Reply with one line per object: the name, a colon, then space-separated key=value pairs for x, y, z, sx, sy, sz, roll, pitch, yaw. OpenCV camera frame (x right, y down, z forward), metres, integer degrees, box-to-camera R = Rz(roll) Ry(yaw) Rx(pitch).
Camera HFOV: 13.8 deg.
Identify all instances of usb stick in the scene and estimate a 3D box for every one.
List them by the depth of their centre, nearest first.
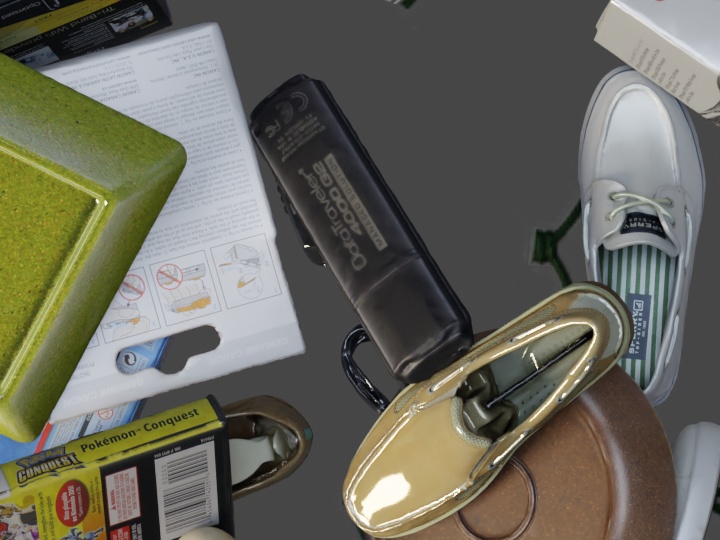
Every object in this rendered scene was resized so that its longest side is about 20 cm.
usb stick: x=-0.001 y=-0.024 z=1.673 sx=0.055 sy=0.033 sz=0.200 roll=-38 pitch=62 yaw=13

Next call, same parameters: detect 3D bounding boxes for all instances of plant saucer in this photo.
plant saucer: x=-0.224 y=-0.019 z=1.628 sx=0.199 sy=0.048 sz=0.200 roll=26 pitch=104 yaw=-12
plant saucer: x=0.081 y=0.131 z=1.689 sx=0.200 sy=0.034 sz=0.201 roll=-3 pitch=84 yaw=28

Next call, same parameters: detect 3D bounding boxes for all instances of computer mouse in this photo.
computer mouse: x=0.000 y=0.000 z=1.722 sx=0.059 sy=0.034 sz=0.200 roll=-22 pitch=76 yaw=11

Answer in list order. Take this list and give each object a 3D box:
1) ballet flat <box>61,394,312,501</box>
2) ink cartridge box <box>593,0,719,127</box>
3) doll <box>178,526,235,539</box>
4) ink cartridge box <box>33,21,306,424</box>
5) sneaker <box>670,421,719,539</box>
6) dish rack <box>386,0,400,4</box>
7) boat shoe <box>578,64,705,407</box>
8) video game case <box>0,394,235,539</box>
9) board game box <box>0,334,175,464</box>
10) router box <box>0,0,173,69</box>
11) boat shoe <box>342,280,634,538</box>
ballet flat: x=-0.118 y=0.120 z=1.697 sx=0.200 sy=0.072 sz=0.068 roll=-15 pitch=92 yaw=-14
ink cartridge box: x=0.255 y=-0.142 z=1.685 sx=0.200 sy=0.084 sz=0.145 roll=35 pitch=80 yaw=4
doll: x=-0.084 y=0.234 z=1.673 sx=0.136 sy=0.048 sz=0.200 roll=2 pitch=111 yaw=3
ink cartridge box: x=-0.134 y=-0.028 z=1.727 sx=0.161 sy=0.050 sz=0.200 roll=-16 pitch=92 yaw=-10
sneaker: x=0.142 y=0.170 z=1.703 sx=0.085 sy=0.073 sz=0.200 roll=24 pitch=92 yaw=2
dish rack: x=0.041 y=-0.258 z=1.731 sx=0.200 sy=0.055 sz=0.153 roll=-39 pitch=85 yaw=4
boat shoe: x=0.164 y=-0.020 z=1.708 sx=0.073 sy=0.067 sz=0.201 roll=-4 pitch=88 yaw=4
video game case: x=-0.156 y=0.168 z=1.654 sx=0.180 sy=0.200 sz=0.026 roll=-18 pitch=48 yaw=-16
board game box: x=-0.221 y=0.046 z=1.750 sx=0.200 sy=0.037 sz=0.152 roll=24 pitch=91 yaw=3
router box: x=-0.220 y=-0.149 z=1.691 sx=0.200 sy=0.157 sz=0.052 roll=-22 pitch=74 yaw=3
boat shoe: x=0.060 y=0.079 z=1.635 sx=0.072 sy=0.076 sz=0.200 roll=46 pitch=108 yaw=3
